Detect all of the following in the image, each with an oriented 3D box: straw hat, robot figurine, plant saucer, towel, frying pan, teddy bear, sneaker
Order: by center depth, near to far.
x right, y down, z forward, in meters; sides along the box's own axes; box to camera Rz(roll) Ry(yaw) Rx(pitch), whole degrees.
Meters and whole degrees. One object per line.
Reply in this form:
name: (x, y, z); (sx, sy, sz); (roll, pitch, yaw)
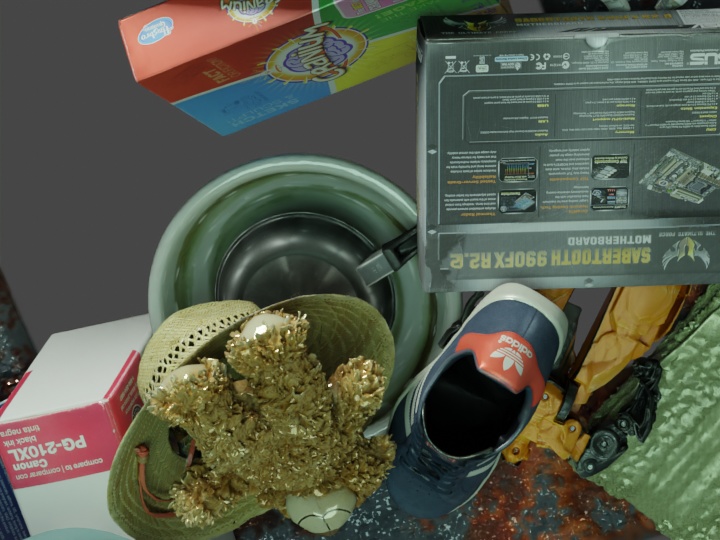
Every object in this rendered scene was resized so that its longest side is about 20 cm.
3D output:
teddy bear: (-0.045, 0.097, 1.353); (0.145, 0.067, 0.200); (-26, 142, -15)
sneaker: (0.054, 0.096, 1.399); (0.075, 0.085, 0.200); (28, 133, 3)
straw hat: (-0.085, 0.065, 1.414); (0.200, 0.085, 0.202); (-24, 141, -21)
frying pan: (0.001, 0.016, 1.450); (0.189, 0.031, 0.115); (-6, 110, 11)
robot figurine: (0.134, 0.029, 1.461); (0.145, 0.058, 0.201); (24, 101, -7)
plant saucer: (-0.033, 0.016, 1.493); (0.199, 0.050, 0.201); (1, 110, 4)
towel: (0.244, 0.090, 1.503); (0.148, 0.037, 0.200); (37, 108, -9)

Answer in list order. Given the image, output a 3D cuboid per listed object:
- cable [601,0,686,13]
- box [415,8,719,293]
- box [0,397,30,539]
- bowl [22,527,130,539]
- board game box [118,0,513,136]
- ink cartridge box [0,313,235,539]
cable: (0.179, -0.272, 1.357); (0.200, 0.069, 0.200); (-34, 103, 15)
box: (0.133, -0.070, 1.370); (0.199, 0.048, 0.159); (-2, 114, -2)
box: (-0.283, 0.157, 1.532); (0.199, 0.032, 0.121); (-26, 125, -14)
bowl: (-0.171, 0.234, 1.402); (0.200, 0.105, 0.202); (4, 114, 10)
board game box: (-0.022, -0.146, 1.379); (0.199, 0.153, 0.040); (-20, 76, 13)
ink cartridge box: (-0.150, 0.150, 1.501); (0.084, 0.145, 0.201); (-12, 109, 14)
